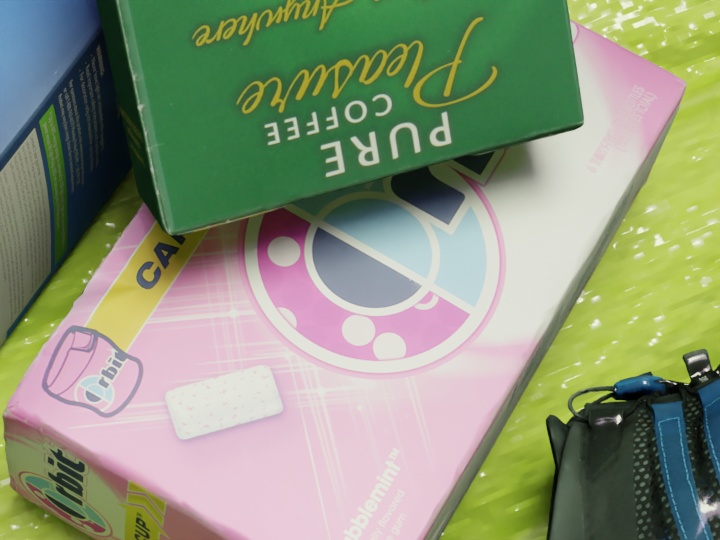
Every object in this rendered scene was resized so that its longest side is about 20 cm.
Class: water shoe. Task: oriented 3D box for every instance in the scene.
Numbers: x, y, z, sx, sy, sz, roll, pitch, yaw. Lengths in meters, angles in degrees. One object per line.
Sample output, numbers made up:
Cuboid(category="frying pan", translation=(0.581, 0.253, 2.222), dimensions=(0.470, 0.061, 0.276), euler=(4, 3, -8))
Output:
Cuboid(category="water shoe", translation=(0.092, 0.052, 0.700), dimensions=(0.079, 0.072, 0.200), euler=(35, 75, 13))

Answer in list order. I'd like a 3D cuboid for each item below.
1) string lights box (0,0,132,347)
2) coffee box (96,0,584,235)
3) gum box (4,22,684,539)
Cuboid(category="string lights box", translation=(-0.087, -0.070, 0.735), dimensions=(0.059, 0.103, 0.200), euler=(29, 65, 10))
Cuboid(category="coffee box", translation=(-0.017, -0.119, 0.639), dimensions=(0.123, 0.044, 0.201), euler=(-17, 111, -14))
Cuboid(category="gum box", translation=(0.000, 0.000, 0.721), dimensions=(0.113, 0.066, 0.200), euler=(29, 66, 7))
